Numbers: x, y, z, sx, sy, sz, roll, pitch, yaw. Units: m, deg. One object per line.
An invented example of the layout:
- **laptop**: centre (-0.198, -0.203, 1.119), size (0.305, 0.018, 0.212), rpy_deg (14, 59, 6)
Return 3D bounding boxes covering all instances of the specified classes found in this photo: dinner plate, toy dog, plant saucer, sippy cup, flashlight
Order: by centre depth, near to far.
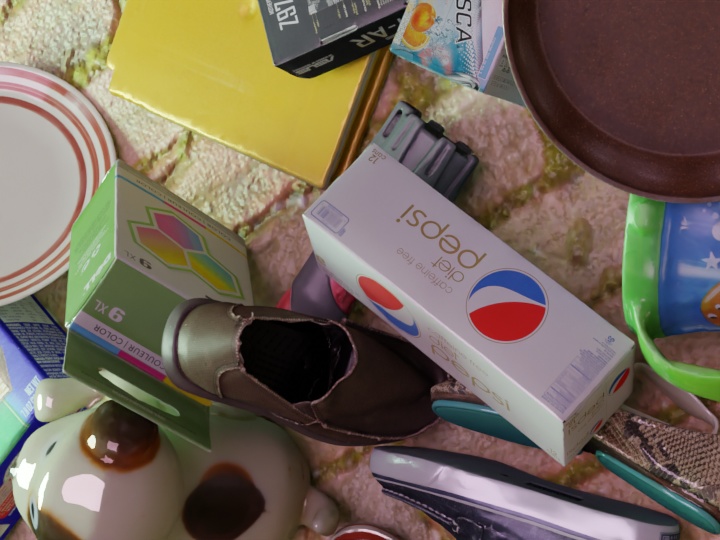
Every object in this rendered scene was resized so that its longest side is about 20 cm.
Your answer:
- **plant saucer**: centre (0.169, -0.135, 1.009), size (0.198, 0.035, 0.202), rpy_deg (0, 108, -1)
- **sippy cup**: centre (0.220, -0.023, 1.090), size (0.129, 0.140, 0.180), rpy_deg (8, 99, 18)
- **toy dog**: centre (-0.129, 0.138, 1.223), size (0.193, 0.200, 0.140), rpy_deg (30, 101, 27)
- **flashlight**: centre (0.000, 0.000, 1.242), size (0.201, 0.067, 0.068), rpy_deg (-54, 31, 10)
- **dinner plate**: centre (-0.263, -0.056, 1.364), size (0.198, 0.024, 0.202), rpy_deg (-1, 62, 2)

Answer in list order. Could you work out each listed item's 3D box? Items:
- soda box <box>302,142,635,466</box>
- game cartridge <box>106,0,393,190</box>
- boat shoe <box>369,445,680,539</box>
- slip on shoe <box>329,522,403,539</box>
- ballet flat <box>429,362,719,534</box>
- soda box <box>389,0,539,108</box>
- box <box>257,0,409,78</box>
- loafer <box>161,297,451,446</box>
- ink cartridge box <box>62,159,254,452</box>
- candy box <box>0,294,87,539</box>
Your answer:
- **soda box**: centre (0.060, 0.018, 1.136), size (0.200, 0.068, 0.064), rpy_deg (39, 74, 23)
- **game cartridge**: centre (-0.065, -0.168, 1.309), size (0.199, 0.032, 0.178), rpy_deg (26, 99, 30)
- **boat shoe**: centre (0.085, 0.166, 1.177), size (0.199, 0.071, 0.092), rpy_deg (15, 95, 29)
- **slip on shoe**: centre (0.031, 0.244, 1.208), size (0.074, 0.061, 0.201), rpy_deg (-33, 70, 25)
- **ballet flat**: centre (0.141, 0.085, 1.164), size (0.199, 0.068, 0.076), rpy_deg (21, 75, 23)
- **soda box**: centre (0.095, -0.127, 1.118), size (0.063, 0.200, 0.069), rpy_deg (27, 99, 26)
- **box**: centre (-0.001, -0.241, 1.236), size (0.159, 0.043, 0.202), rpy_deg (-22, 73, 23)
- **loafer**: centre (-0.019, 0.064, 1.167), size (0.071, 0.199, 0.074), rpy_deg (0, 81, 53)
- **ink cartridge box**: centre (-0.122, 0.017, 1.221), size (0.103, 0.200, 0.059), rpy_deg (32, 108, -19)
- **candy box**: centre (-0.294, 0.077, 1.388), size (0.200, 0.077, 0.169), rpy_deg (45, 106, 25)
